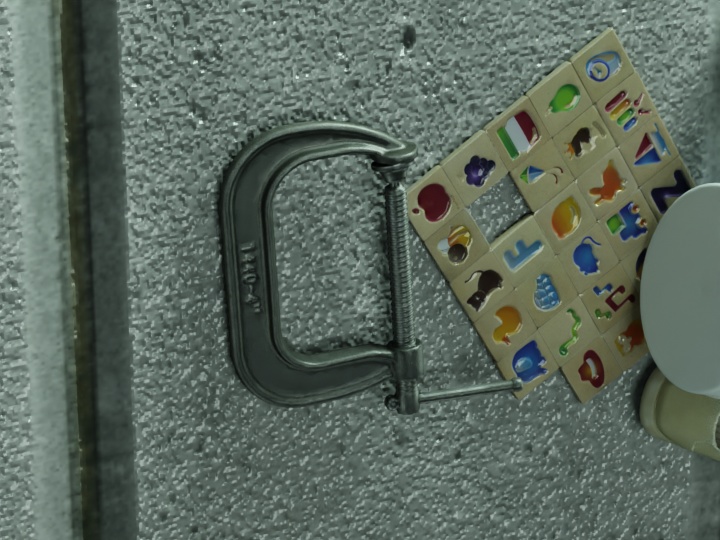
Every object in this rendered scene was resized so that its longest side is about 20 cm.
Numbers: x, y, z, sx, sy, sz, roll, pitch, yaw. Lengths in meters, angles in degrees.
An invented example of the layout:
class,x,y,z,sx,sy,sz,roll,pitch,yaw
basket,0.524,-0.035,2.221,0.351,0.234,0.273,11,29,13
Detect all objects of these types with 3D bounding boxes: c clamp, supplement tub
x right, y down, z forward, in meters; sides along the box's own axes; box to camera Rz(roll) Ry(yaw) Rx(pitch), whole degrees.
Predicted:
class,x,y,z,sx,sy,sz,roll,pitch,yaw
c clamp,0.000,0.000,1.667,0.170,0.027,0.201,-15,115,-12
supplement tub,0.286,0.018,1.759,0.199,0.132,0.133,7,105,-32

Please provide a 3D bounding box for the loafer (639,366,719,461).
class,x,y,z,sx,sy,sz,roll,pitch,yaw
loafer,0.269,0.104,1.824,0.199,0.068,0.076,9,105,-30

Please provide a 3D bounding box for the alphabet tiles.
class,x,y,z,sx,sy,sz,roll,pitch,yaw
alphabet tiles,0.130,-0.020,1.740,0.167,0.008,0.200,-39,122,-10
